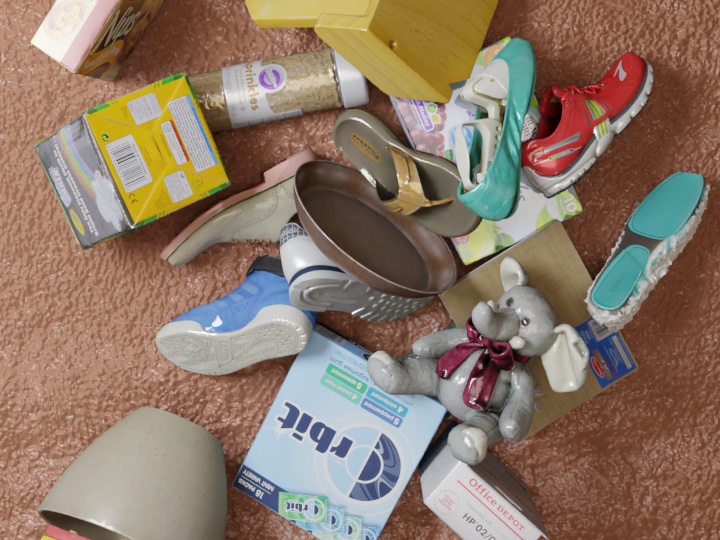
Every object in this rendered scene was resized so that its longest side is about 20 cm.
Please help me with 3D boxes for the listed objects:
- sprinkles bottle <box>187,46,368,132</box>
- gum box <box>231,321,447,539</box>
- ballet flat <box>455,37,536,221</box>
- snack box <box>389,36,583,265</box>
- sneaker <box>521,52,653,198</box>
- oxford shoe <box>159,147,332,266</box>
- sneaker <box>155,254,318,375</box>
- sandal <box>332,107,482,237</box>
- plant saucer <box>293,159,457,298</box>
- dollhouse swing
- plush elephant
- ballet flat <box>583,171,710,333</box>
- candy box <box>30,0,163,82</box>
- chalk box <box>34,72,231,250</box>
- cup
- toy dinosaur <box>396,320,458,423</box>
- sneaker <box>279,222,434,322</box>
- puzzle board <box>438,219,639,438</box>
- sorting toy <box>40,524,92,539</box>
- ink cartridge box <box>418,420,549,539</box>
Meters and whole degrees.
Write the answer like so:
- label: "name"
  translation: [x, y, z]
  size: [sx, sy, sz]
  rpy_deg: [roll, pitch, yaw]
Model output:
- label: "sprinkles bottle"
  translation: [-0.092, -0.191, 1.379]
  size: [0.198, 0.068, 0.069]
  rpy_deg: [-11, 96, 2]
- label: "gum box"
  translation: [-0.021, 0.186, 1.402]
  size: [0.169, 0.045, 0.201]
  rpy_deg: [30, 104, 7]
- label: "ballet flat"
  translation: [0.131, -0.151, 1.301]
  size: [0.070, 0.067, 0.202]
  rpy_deg: [17, 72, -29]
- label: "snack box"
  translation: [0.133, -0.127, 1.392]
  size: [0.141, 0.053, 0.202]
  rpy_deg: [-25, 95, 1]
- label: "sneaker"
  translation: [0.231, -0.167, 1.346]
  size: [0.085, 0.077, 0.200]
  rpy_deg: [45, 65, -10]
- label: "oxford shoe"
  translation: [-0.121, -0.051, 1.392]
  size: [0.199, 0.071, 0.074]
  rpy_deg: [-32, 98, 3]
- label: "sneaker"
  translation: [-0.125, 0.043, 1.406]
  size: [0.198, 0.112, 0.077]
  rpy_deg: [-14, 127, 33]
- label: "sandal"
  translation: [0.040, -0.097, 1.358]
  size: [0.199, 0.054, 0.081]
  rpy_deg: [38, 128, 18]
- label: "plant saucer"
  translation: [0.010, -0.037, 1.339]
  size: [0.199, 0.200, 0.032]
  rpy_deg: [34, 116, -3]
- label: "dollhouse swing"
  translation: [0.015, -0.290, 1.351]
  size: [0.181, 0.175, 0.202]
  rpy_deg: [35, 66, -35]
- label: "plush elephant"
  translation: [0.140, 0.081, 1.316]
  size: [0.199, 0.165, 0.156]
  rpy_deg: [-3, 124, -41]
- label: "ballet flat"
  translation: [0.307, -0.017, 1.395]
  size: [0.072, 0.072, 0.200]
  rpy_deg: [40, 76, -4]
- label: "candy box"
  translation: [-0.257, -0.255, 1.306]
  size: [0.055, 0.200, 0.116]
  rpy_deg: [32, 94, -3]
- label: "chalk box"
  translation: [-0.244, -0.106, 1.344]
  size: [0.123, 0.199, 0.125]
  rpy_deg: [-28, 98, -30]
- label: "cup"
  translation: [-0.219, 0.231, 1.377]
  size: [0.199, 0.200, 0.144]
  rpy_deg: [24, 66, -2]
- label: "toy dinosaur"
  translation: [0.086, 0.109, 1.422]
  size: [0.200, 0.047, 0.088]
  rpy_deg: [-41, 88, 1]
- label: "sneaker"
  translation: [0.000, 0.000, 1.365]
  size: [0.076, 0.199, 0.081]
  rpy_deg: [-41, 54, 30]
- label: "puzzle board"
  translation: [0.194, 0.065, 1.409]
  size: [0.150, 0.017, 0.201]
  rpy_deg: [-31, 109, 2]
- label: "sorting toy"
  translation: [-0.271, 0.339, 1.380]
  size: [0.197, 0.200, 0.070]
  rpy_deg: [27, 65, -7]
- label: "ink cartridge box"
  translation: [0.124, 0.238, 1.355]
  size: [0.115, 0.200, 0.068]
  rpy_deg: [42, 95, -4]
